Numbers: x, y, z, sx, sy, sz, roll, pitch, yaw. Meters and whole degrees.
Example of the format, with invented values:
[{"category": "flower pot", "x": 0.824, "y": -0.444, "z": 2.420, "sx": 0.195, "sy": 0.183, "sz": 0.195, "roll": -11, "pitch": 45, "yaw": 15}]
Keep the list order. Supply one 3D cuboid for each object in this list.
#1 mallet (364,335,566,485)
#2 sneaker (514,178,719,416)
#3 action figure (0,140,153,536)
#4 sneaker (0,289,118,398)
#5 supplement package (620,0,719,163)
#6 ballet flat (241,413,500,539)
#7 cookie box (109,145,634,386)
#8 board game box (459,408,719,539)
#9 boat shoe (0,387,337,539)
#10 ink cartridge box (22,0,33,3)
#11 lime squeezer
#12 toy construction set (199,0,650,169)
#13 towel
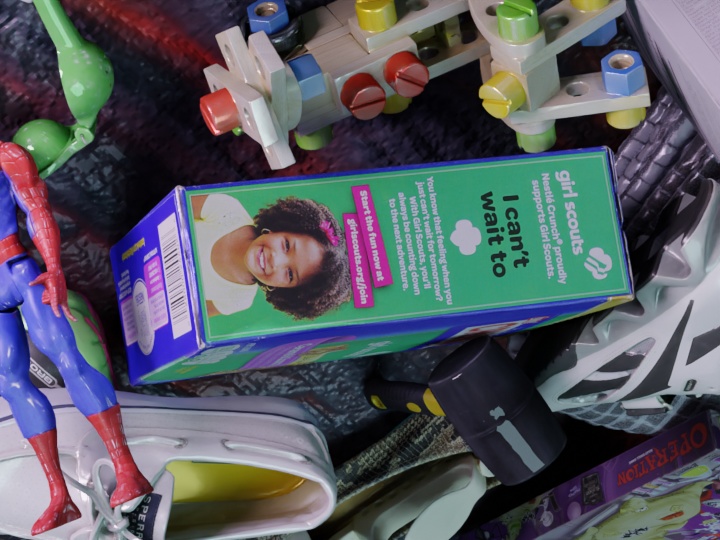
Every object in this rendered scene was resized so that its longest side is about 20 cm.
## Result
[{"category": "mallet", "x": 0.046, "y": 0.072, "z": 1.092, "sx": 0.041, "sy": 0.200, "sz": 0.066, "roll": -40, "pitch": 93, "yaw": -14}, {"category": "sneaker", "x": 0.138, "y": 0.039, "z": 1.053, "sx": 0.088, "sy": 0.074, "sz": 0.200, "roll": 34, "pitch": 144, "yaw": -12}, {"category": "action figure", "x": -0.152, "y": 0.014, "z": 0.973, "sx": 0.065, "sy": 0.200, "sz": 0.052, "roll": -22, "pitch": 178, "yaw": 21}, {"category": "sneaker", "x": -0.156, "y": 0.098, "z": 1.110, "sx": 0.084, "sy": 0.077, "sz": 0.200, "roll": -12, "pitch": 121, "yaw": -6}, {"category": "supplement package", "x": 0.187, "y": -0.113, "z": 0.982, "sx": 0.114, "sy": 0.200, "sz": 0.110, "roll": -30, "pitch": 132, "yaw": 5}, {"category": "ballet flat", "x": 0.001, "y": 0.135, "z": 1.196, "sx": 0.200, "sy": 0.075, "sz": 0.068, "roll": -32, "pitch": 133, "yaw": 5}, {"category": "cookie box", "x": 0.000, "y": 0.000, "z": 1.022, "sx": 0.200, "sy": 0.075, "sz": 0.171, "roll": -7, "pitch": 174, "yaw": -17}, {"category": "board game box", "x": 0.165, "y": 0.136, "z": 1.239, "sx": 0.120, "sy": 0.032, "sz": 0.200, "roll": 12, "pitch": 147, "yaw": -38}, {"category": "boat shoe", "x": -0.106, "y": 0.108, "z": 1.034, "sx": 0.202, "sy": 0.086, "sz": 0.075, "roll": 1, "pitch": 119, "yaw": -18}, {"category": "ink cartridge box", "x": -0.190, "y": -0.195, "z": 0.850, "sx": 0.200, "sy": 0.059, "sz": 0.104, "roll": 24, "pitch": 116, "yaw": -28}, {"category": "lime squeezer", "x": -0.151, "y": -0.069, "z": 0.991, "sx": 0.071, "sy": 0.038, "sz": 0.200, "roll": 5, "pitch": 126, "yaw": -26}, {"category": "toy construction set", "x": 0.016, "y": -0.088, "z": 0.975, "sx": 0.200, "sy": 0.131, "sz": 0.092, "roll": -13, "pitch": 129, "yaw": -22}, {"category": "towel", "x": 0.194, "y": 0.004, "z": 1.161, "sx": 0.166, "sy": 0.086, "sz": 0.200, "roll": 17, "pitch": 120, "yaw": -33}]
